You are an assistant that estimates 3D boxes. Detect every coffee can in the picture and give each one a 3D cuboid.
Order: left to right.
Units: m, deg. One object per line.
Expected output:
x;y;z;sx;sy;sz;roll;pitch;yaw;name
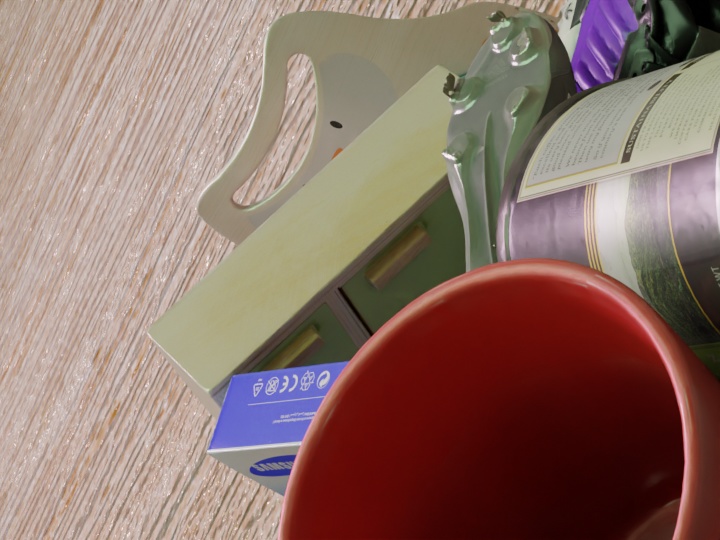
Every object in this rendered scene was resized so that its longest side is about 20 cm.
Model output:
0.162;-0.021;1.143;0.200;0.146;0.147;166;119;-67;coffee can

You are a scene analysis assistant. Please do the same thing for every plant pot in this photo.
0.094;0.121;1.102;0.200;0.177;0.201;-20;54;31;plant pot

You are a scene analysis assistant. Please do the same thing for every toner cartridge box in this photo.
0.028;0.078;1.267;0.200;0.095;0.043;-9;55;51;toner cartridge box

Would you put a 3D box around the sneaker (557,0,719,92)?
0.137;-0.087;1.344;0.099;0.069;0.201;-18;60;58;sneaker

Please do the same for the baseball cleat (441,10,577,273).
0.088;-0.023;1.299;0.070;0.106;0.201;-27;44;37;baseball cleat

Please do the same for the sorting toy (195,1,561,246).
0.012;-0.056;1.521;0.107;0.180;0.200;-113;43;-65;sorting toy

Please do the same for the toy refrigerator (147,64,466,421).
0.000;0.000;1.385;0.200;0.076;0.070;-42;46;-8;toy refrigerator
